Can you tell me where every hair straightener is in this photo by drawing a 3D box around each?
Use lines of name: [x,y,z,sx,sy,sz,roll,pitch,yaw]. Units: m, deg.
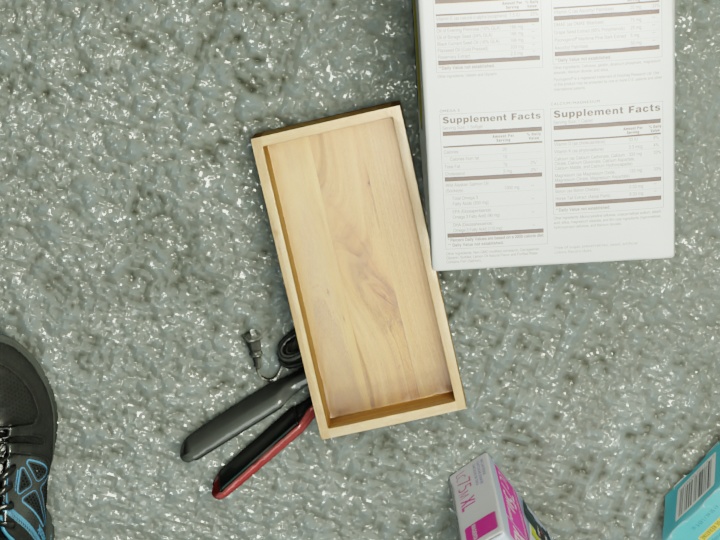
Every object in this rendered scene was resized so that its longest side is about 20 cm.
hair straightener: [-0.045,0.067,1.423,0.199,0.041,0.077,-38,108,13]

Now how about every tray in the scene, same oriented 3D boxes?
tray: [0.000,0.000,1.379,0.098,0.037,0.202,-12,100,4]

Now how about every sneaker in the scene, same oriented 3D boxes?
sneaker: [-0.240,0.140,1.428,0.072,0.082,0.202,-4,111,3]

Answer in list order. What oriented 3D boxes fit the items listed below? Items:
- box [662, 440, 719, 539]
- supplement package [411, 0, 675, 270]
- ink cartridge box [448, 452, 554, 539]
box: [0.312,0.193,1.464,0.199,0.049,0.082,28,130,-11]
supplement package: [0.108,-0.124,1.288,0.149,0.152,0.202,-3,112,1]
ink cartridge box: [0.133,0.230,1.450,0.042,0.120,0.201,-32,109,10]
